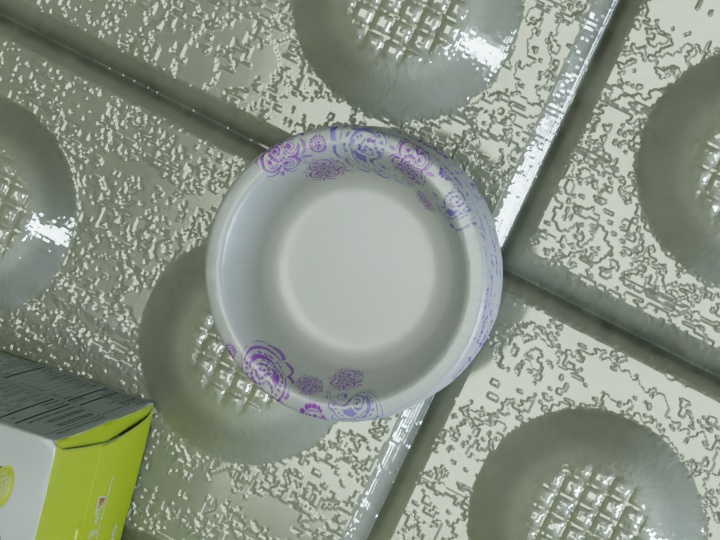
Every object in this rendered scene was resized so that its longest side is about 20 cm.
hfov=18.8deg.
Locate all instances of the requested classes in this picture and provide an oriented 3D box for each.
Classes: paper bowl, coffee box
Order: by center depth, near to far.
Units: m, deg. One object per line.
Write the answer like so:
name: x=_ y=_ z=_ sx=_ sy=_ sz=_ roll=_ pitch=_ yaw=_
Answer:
paper bowl: x=0.000 y=0.000 z=1.507 sx=0.199 sy=0.104 sz=0.202 roll=1 pitch=93 yaw=14
coffee box: x=-0.286 y=0.172 z=1.543 sx=0.197 sy=0.200 sz=0.201 roll=17 pitch=98 yaw=12
